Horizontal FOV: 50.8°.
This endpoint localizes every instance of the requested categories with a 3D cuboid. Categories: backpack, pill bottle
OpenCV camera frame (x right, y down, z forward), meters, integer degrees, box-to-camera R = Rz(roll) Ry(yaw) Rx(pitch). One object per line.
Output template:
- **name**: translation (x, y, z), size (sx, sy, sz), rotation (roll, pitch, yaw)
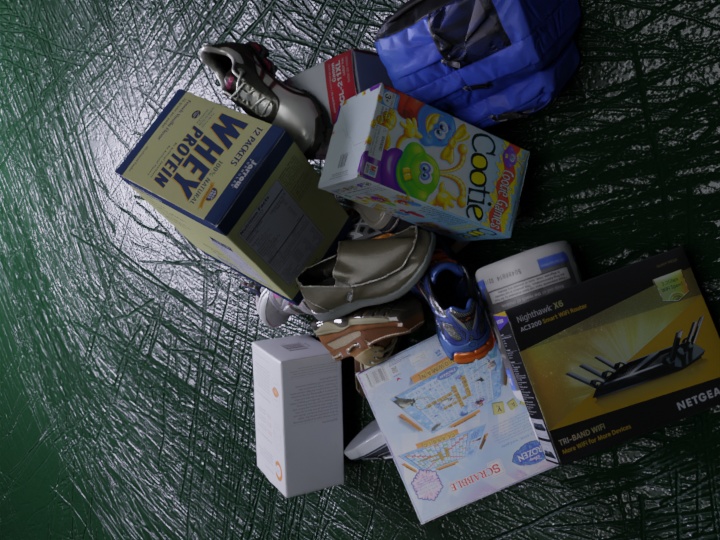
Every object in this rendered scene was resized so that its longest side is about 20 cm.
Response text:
- **backpack**: translation (0.122, -0.243, 0.831), size (0.199, 0.162, 0.169), rotation (-9, 112, 41)
- **pill bottle**: translation (0.209, 0.079, 0.843), size (0.113, 0.113, 0.202), rotation (-23, 82, 42)

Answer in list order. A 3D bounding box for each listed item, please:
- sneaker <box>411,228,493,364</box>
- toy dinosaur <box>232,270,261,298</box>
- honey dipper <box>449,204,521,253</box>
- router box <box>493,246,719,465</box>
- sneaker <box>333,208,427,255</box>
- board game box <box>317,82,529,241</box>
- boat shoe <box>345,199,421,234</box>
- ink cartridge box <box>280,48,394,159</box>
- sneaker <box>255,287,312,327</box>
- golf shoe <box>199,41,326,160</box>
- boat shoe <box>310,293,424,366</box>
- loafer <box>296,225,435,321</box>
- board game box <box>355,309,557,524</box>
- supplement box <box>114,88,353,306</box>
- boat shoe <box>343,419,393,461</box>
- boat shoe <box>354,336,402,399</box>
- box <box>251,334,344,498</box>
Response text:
- **sneaker**: translation (0.099, 0.011, 0.876), size (0.201, 0.075, 0.079), rotation (-118, 10, -46)
- **toy dinosaur**: translation (-0.122, -0.054, 1.106), size (0.198, 0.105, 0.183), rotation (15, 67, 25)
- **honey dipper**: translation (0.122, -0.031, 0.958), size (0.200, 0.038, 0.038), rotation (-42, 70, 43)
- **router box**: translation (0.254, 0.084, 0.760), size (0.052, 0.198, 0.159), rotation (111, 139, -81)
- **sneaker**: translation (0.002, -0.050, 1.009), size (0.198, 0.078, 0.078), rotation (-18, 72, 18)
- **board game box**: translation (0.071, -0.112, 0.842), size (0.105, 0.198, 0.104), rotation (-1, 73, 63)
- **boat shoe**: translation (0.028, -0.099, 0.979), size (0.073, 0.062, 0.200), rotation (-61, 24, 19)
- **ink cartridge box**: translation (-0.030, -0.208, 0.982), size (0.199, 0.145, 0.084), rotation (-10, 89, 42)
- **sneaker**: translation (-0.083, 0.033, 1.120), size (0.200, 0.081, 0.089), rotation (-47, 66, 37)
- **golf shoe**: translation (-0.119, -0.202, 0.910), size (0.200, 0.088, 0.078), rotation (49, 121, 27)
- **boat shoe**: translation (0.015, 0.077, 0.944), size (0.199, 0.075, 0.074), rotation (-13, 102, 58)
- **loafer**: translation (0.000, 0.000, 0.883), size (0.199, 0.076, 0.070), rotation (-28, 124, 33)
- **board game box**: translation (0.123, 0.176, 0.931), size (0.199, 0.041, 0.201), rotation (-27, 79, 14)
- **supplement box**: translation (-0.151, -0.089, 0.943), size (0.199, 0.200, 0.135), rotation (26, 75, 34)
- **boat shoe**: translation (0.053, 0.235, 1.047), size (0.068, 0.072, 0.200), rotation (50, 132, -4)
- **boat shoe**: translation (0.015, 0.090, 1.050), size (0.074, 0.074, 0.205), rotation (10, 104, 49)
- **box**: translation (-0.093, 0.210, 1.127), size (0.124, 0.097, 0.202), rotation (18, 111, 61)
